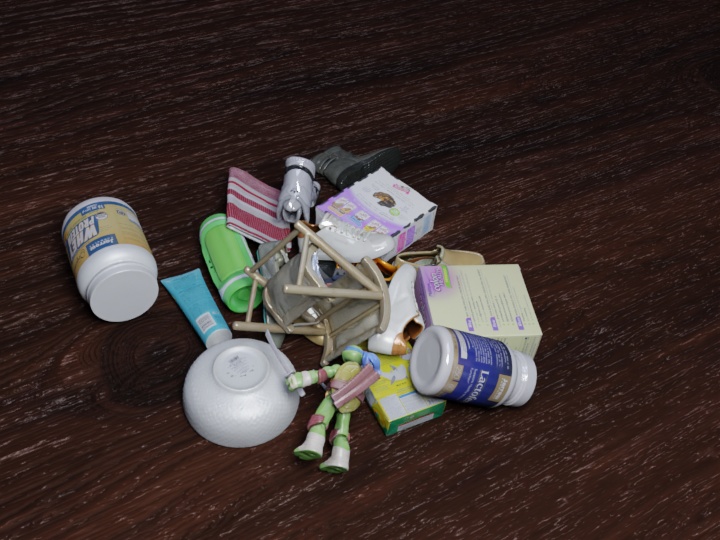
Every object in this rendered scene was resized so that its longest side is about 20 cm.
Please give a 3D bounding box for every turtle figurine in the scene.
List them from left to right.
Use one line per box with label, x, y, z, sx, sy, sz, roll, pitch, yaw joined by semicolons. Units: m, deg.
turtle figurine;-0.066;0.218;1.336;0.196;0.145;0.197;5;59;11

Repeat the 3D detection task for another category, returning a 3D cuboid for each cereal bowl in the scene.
cereal bowl;-0.198;0.189;1.370;0.196;0.084;0.202;4;46;-4

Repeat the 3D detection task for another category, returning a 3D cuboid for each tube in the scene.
tube;-0.297;0.065;1.509;0.076;0.051;0.200;-15;44;-26

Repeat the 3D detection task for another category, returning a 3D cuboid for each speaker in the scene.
speaker;-0.247;-0.016;1.566;0.087;0.089;0.201;-13;48;-19

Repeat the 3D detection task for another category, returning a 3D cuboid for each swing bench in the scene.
swing bench;-0.078;0.047;1.371;0.198;0.198;0.132;24;56;-25

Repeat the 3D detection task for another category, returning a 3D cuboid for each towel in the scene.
towel;-0.204;-0.123;1.661;0.143;0.023;0.201;25;32;-24

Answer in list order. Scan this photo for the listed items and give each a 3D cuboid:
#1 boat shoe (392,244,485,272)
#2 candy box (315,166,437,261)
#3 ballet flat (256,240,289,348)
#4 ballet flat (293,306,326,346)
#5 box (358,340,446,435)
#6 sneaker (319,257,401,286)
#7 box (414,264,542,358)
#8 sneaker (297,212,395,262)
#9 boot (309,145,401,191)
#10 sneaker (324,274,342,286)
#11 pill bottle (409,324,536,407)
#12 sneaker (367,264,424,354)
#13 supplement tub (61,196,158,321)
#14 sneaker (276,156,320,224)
boat shoe;0.159;-0.015;1.623;0.197;0.077;0.072;-9;46;-16
candy box;0.033;-0.109;1.703;0.167;0.072;0.199;37;52;27
ballet flat;-0.146;0.038;1.492;0.063;0.067;0.203;-14;69;13
ballet flat;-0.108;0.056;1.527;0.068;0.064;0.200;-21;52;-28
box;0.050;0.181;1.435;0.116;0.049;0.201;-14;51;-22
sneaker;0.000;0.000;1.588;0.197;0.078;0.079;15;47;10
box;0.210;0.085;1.516;0.196;0.098;0.178;-1;45;-9
sneaker;-0.033;-0.065;1.560;0.196;0.086;0.073;-1;27;19
boot;-0.014;-0.252;1.849;0.198;0.069;0.130;-28;49;-32
sneaker;-0.023;0.037;1.470;0.083;0.200;0.076;13;73;-13
pill bottle;0.192;0.167;1.384;0.197;0.116;0.117;14;39;-27
sneaker;0.080;0.074;1.458;0.083;0.073;0.202;14;48;12
supplement tub;-0.454;-0.021;1.499;0.143;0.146;0.201;-16;49;-22
sneaker;-0.128;-0.140;1.659;0.074;0.200;0.117;10;73;3
